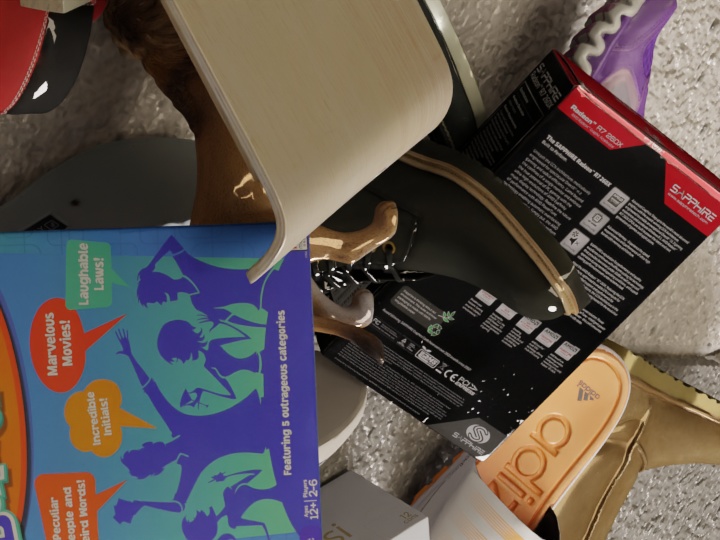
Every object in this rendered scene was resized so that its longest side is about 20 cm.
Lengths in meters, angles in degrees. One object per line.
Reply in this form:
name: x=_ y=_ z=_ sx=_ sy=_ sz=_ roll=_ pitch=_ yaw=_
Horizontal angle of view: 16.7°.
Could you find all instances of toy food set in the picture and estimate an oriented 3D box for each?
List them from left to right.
toy food set: x=-0.049 y=-0.114 z=1.044 sx=0.143 sy=0.060 sz=0.200 roll=-41 pitch=108 yaw=-47

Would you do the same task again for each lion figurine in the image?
lion figurine: x=-0.051 y=-0.052 z=1.127 sx=0.122 sy=0.072 sz=0.201 roll=-1 pitch=73 yaw=-19

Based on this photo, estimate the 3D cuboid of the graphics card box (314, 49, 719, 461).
graphics card box: x=0.083 y=-0.005 z=1.291 sx=0.125 sy=0.051 sz=0.200 roll=34 pitch=108 yaw=-28

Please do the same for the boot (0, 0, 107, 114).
boot: x=-0.166 y=-0.153 z=1.045 sx=0.144 sy=0.072 sz=0.200 roll=-18 pitch=128 yaw=-42

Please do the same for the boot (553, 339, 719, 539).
boot: x=0.146 y=0.153 z=1.520 sx=0.175 sy=0.066 sz=0.200 roll=28 pitch=88 yaw=-36

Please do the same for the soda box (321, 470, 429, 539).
soda box: x=-0.054 y=0.188 z=1.327 sx=0.200 sy=0.068 sz=0.064 roll=-29 pitch=128 yaw=-33

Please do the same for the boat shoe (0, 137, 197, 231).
boat shoe: x=-0.140 y=0.009 z=1.159 sx=0.200 sy=0.071 sz=0.091 roll=-28 pitch=141 yaw=-35

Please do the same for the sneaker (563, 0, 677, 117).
sneaker: x=0.131 y=-0.063 z=1.357 sx=0.200 sy=0.088 sz=0.080 roll=-63 pitch=180 yaw=4

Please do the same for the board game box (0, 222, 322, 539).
board game box: x=-0.119 y=0.058 z=1.058 sx=0.199 sy=0.045 sz=0.153 roll=-3 pitch=89 yaw=-13

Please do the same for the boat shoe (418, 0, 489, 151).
boat shoe: x=0.014 y=-0.120 z=1.251 sx=0.068 sy=0.072 sz=0.200 roll=-31 pitch=139 yaw=-1

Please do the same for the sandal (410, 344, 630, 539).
sandal: x=0.087 y=0.129 z=1.419 sx=0.079 sy=0.059 sz=0.207 roll=36 pitch=87 yaw=-14

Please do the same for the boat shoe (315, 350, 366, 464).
boat shoe: x=-0.080 y=0.120 z=1.278 sx=0.200 sy=0.075 sz=0.093 roll=-31 pitch=148 yaw=-34

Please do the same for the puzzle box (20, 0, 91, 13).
puzzle box: x=-0.086 y=-0.204 z=1.080 sx=0.200 sy=0.025 sz=0.133 roll=-35 pitch=130 yaw=-51

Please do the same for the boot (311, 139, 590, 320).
boot: x=0.000 y=0.000 z=1.194 sx=0.138 sy=0.200 sz=0.078 roll=-44 pitch=142 yaw=-14
